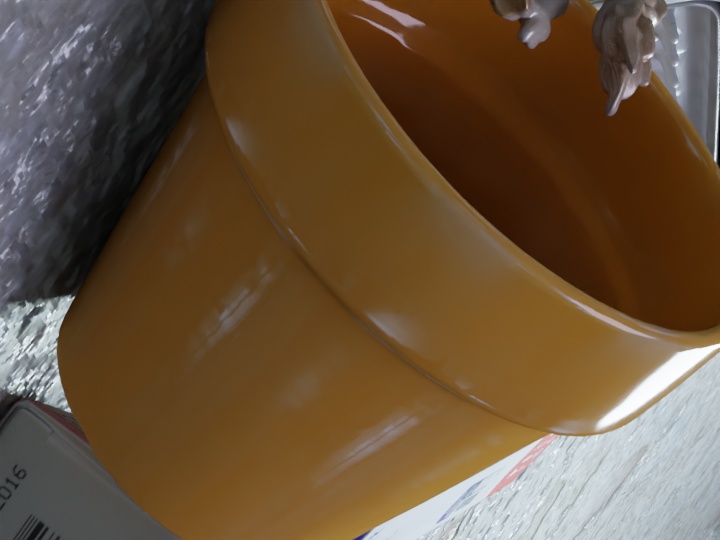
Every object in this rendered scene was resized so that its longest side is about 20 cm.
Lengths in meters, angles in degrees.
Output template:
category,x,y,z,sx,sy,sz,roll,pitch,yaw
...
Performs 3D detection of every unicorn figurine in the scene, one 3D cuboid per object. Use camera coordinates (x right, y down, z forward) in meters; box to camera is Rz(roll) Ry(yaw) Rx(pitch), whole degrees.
category,x,y,z,sx,sy,sz,roll,pitch,yaw
unicorn figurine,0.073,-0.164,0.890,0.137,0.074,0.200,-43,137,-58

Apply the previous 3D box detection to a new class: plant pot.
category,x,y,z,sx,sy,sz,roll,pitch,yaw
plant pot,0.000,0.000,0.897,0.183,0.200,0.200,-44,170,28

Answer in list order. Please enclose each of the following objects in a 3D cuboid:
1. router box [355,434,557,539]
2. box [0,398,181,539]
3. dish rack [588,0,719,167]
category,x,y,z,sx,sy,sz,roll,pitch,yaw
router box,0.053,0.072,1.292,0.179,0.049,0.200,-26,164,-42
box,-0.083,0.136,1.018,0.109,0.128,0.200,-54,165,0
dish rack,0.073,-0.059,1.057,0.171,0.044,0.200,-10,150,0
